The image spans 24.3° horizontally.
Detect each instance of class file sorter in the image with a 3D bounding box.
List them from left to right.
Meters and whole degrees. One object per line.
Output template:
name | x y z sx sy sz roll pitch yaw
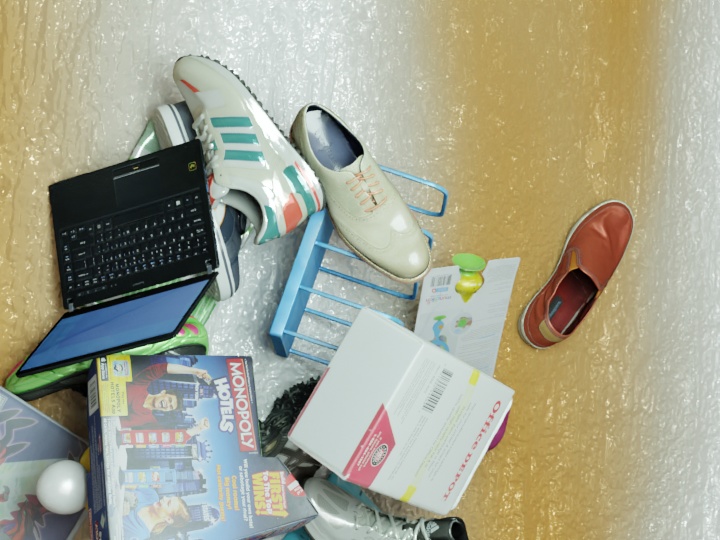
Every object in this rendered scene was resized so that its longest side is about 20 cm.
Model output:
file sorter | 0.000 0.000 1.680 0.122 0.139 0.200 19 79 4

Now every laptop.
laptop | -0.230 -0.013 1.535 0.103 0.177 0.201 15 63 -64

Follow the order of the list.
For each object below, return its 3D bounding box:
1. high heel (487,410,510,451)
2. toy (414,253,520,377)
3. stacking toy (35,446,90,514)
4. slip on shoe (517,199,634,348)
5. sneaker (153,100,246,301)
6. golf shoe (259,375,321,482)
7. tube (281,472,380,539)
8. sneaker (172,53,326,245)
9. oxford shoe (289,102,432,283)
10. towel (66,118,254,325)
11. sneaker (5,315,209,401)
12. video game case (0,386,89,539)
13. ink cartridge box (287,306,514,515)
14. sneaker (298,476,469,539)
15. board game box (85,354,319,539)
high heel | 0.088 0.140 1.759 0.096 0.067 0.200 -55 142 -9
toy | 0.094 0.068 1.775 0.115 0.047 0.200 -8 128 -27
stacking toy | -0.212 0.193 1.561 0.200 0.146 0.147 -4 90 -46
slip on shoe | 0.251 0.004 1.871 0.074 0.061 0.200 43 70 -17
sneaker | -0.138 -0.074 1.647 0.079 0.078 0.201 -16 92 -20
golf shoe | -0.063 0.175 1.713 0.200 0.078 0.095 -23 117 -24
tube | -0.059 0.296 1.720 0.200 0.050 0.078 -47 112 -24
sneaker | -0.126 -0.112 1.581 0.093 0.070 0.200 -40 89 -20
oxford shoe | -0.002 -0.073 1.587 0.071 0.074 0.200 -39 84 -9
towel | -0.191 -0.027 1.673 0.152 0.023 0.200 32 75 -22
sneaker | -0.240 0.101 1.611 0.199 0.077 0.084 -11 111 -12
video game case | -0.348 0.221 1.567 0.182 0.023 0.200 38 76 -30
ink cartridge box | 0.043 0.138 1.589 0.200 0.083 0.145 31 88 -54
sneaker | 0.035 0.253 1.673 0.200 0.115 0.076 39 37 -19
board game box | -0.144 0.180 1.511 0.199 0.062 0.201 3 68 -25
